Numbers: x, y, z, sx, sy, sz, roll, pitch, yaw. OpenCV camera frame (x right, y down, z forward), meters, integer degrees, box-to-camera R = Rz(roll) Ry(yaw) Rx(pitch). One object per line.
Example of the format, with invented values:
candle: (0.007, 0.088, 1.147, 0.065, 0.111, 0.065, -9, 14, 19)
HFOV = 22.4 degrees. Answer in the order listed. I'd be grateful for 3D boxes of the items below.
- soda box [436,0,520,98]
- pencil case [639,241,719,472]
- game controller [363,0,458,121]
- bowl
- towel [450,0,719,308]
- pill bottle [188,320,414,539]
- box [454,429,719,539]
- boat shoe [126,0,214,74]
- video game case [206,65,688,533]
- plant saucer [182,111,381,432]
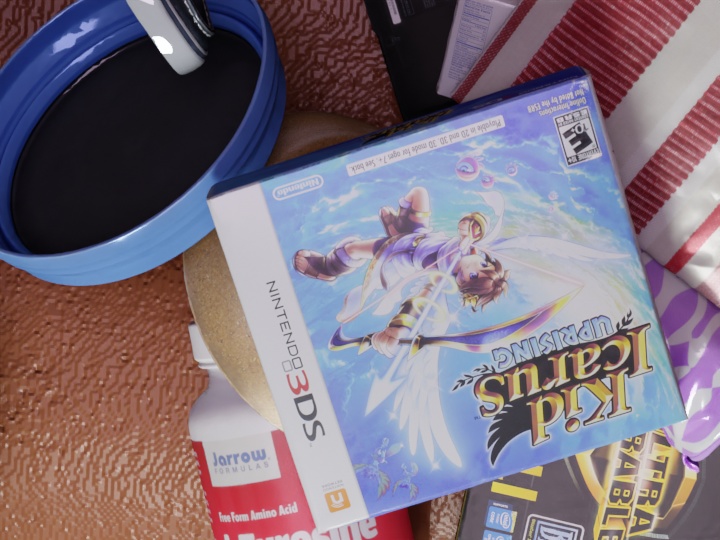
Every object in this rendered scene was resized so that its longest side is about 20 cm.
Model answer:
soda box: (0.146, -0.106, 0.961, 0.198, 0.068, 0.064, 18, 124, 6)
pencil case: (0.131, 0.015, 0.979, 0.200, 0.084, 0.086, 39, 104, 2)
game controller: (0.050, -0.169, 1.040, 0.104, 0.042, 0.202, -16, 93, 29)
bowl: (-0.130, -0.079, 1.002, 0.199, 0.039, 0.202, -16, 49, 20)
towel: (0.163, -0.081, 0.915, 0.199, 0.023, 0.144, 37, 117, -1)
pill bottle: (-0.034, 0.118, 1.031, 0.111, 0.112, 0.202, -13, 93, 5)
box: (0.145, 0.105, 1.050, 0.158, 0.049, 0.202, 13, 95, 5)
boat shoe: (-0.100, -0.210, 0.954, 0.090, 0.071, 0.202, -23, 89, 6)
video game case: (0.044, 0.016, 0.913, 0.198, 0.045, 0.183, -18, 102, 4)
plant saucer: (0.000, 0.000, 0.997, 0.199, 0.035, 0.202, 12, 65, -28)
